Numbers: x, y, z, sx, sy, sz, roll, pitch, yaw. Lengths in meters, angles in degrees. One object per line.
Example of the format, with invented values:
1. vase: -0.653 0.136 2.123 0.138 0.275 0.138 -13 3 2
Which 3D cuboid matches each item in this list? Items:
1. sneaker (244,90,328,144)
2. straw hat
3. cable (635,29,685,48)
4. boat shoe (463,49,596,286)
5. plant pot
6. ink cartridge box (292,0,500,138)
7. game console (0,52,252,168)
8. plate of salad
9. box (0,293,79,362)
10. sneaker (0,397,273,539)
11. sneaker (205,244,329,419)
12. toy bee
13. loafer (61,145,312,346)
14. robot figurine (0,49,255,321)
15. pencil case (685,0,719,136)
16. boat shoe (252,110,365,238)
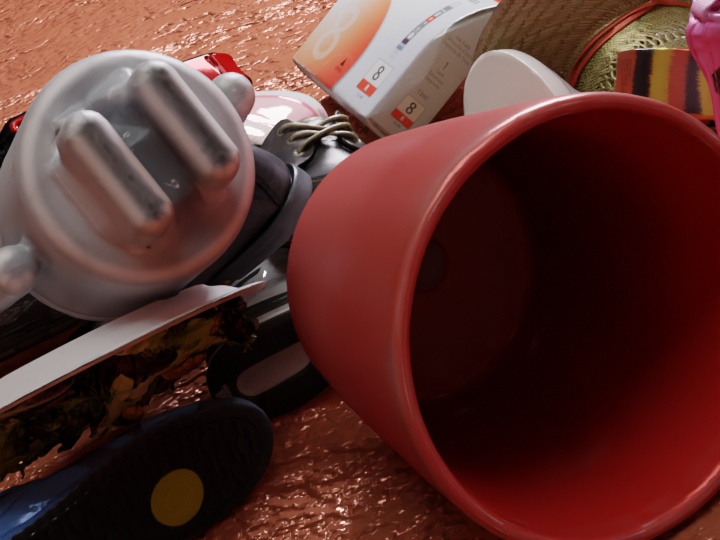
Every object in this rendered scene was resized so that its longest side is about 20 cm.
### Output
1. sneaker: -0.127 -0.076 1.165 0.199 0.076 0.105 -3 26 21
2. straw hat: 0.166 -0.106 0.953 0.201 0.201 0.085 -26 51 -12
3. cable: 0.210 -0.179 1.140 0.199 0.069 0.200 -5 32 28
4. boat shoe: 0.132 -0.044 0.882 0.068 0.072 0.200 -8 43 -42
5. plant pot: 0.064 0.011 0.778 0.200 0.201 0.177 -30 20 -19
6. ink cartridge box: 0.050 -0.194 1.199 0.200 0.050 0.162 -54 30 6
7. game console: -0.167 -0.055 1.032 0.177 0.031 0.200 -26 -13 -39
8. plate of salad: -0.132 0.060 0.851 0.200 0.048 0.200 -27 -2 -1
9. box: -0.178 -0.012 1.013 0.199 0.048 0.158 -27 -15 -9
10. sneaker: -0.138 0.116 0.840 0.200 0.066 0.078 -32 26 -21
11. sneaker: 0.000 0.000 0.946 0.200 0.076 0.115 -23 29 -1
12. toy bee: 0.220 -0.089 0.860 0.108 0.131 0.200 1 18 39
13. loafer: -0.114 -0.006 0.961 0.200 0.063 0.072 -39 32 26
14. robot figurine: -0.119 -0.038 0.834 0.169 0.113 0.200 -36 2 -22
15. pencil case: 0.201 -0.050 0.769 0.093 0.201 0.091 -13 28 8
16. boat shoe: -0.032 -0.056 1.005 0.074 0.074 0.200 -6 1 -27
